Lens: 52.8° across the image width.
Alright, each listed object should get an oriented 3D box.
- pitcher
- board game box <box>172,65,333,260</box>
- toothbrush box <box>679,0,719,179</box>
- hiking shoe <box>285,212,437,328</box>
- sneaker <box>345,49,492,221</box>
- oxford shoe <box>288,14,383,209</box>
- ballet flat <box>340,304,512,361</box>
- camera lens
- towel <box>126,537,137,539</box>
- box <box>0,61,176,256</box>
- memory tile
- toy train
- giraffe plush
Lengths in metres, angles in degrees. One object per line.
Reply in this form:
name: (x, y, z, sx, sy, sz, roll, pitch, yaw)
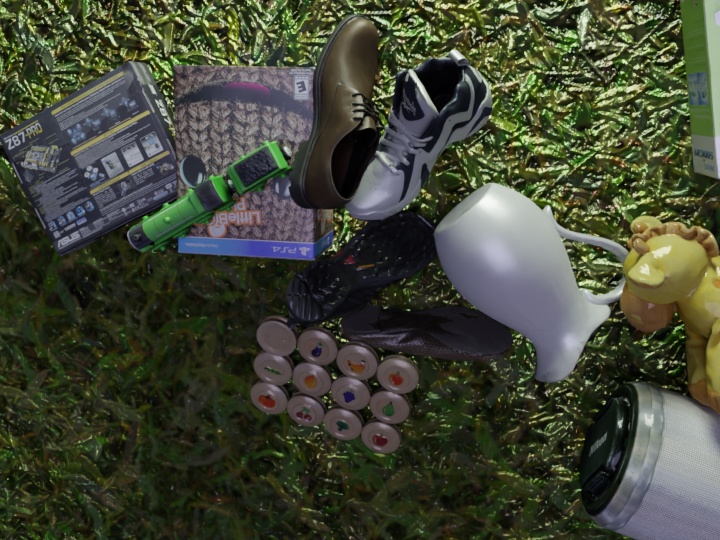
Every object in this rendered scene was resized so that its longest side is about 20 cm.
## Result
pitcher: (0.190, -0.009, 0.779, 0.172, 0.121, 0.200, -44, 98, -11)
board game box: (-0.115, -0.122, 0.807, 0.158, 0.097, 0.202, 3, 102, 9)
toothbrush box: (0.403, -0.202, 0.705, 0.144, 0.086, 0.202, -9, 100, 11)
hiking shoe: (0.000, 0.000, 0.819, 0.199, 0.101, 0.076, -26, 81, -18)
sneaker: (0.046, -0.143, 0.738, 0.199, 0.130, 0.080, -37, 66, 6)
oxford shoe: (-0.006, -0.157, 0.721, 0.084, 0.072, 0.202, 8, 87, 46)
ballet flat: (0.074, 0.077, 0.842, 0.198, 0.068, 0.047, 4, 135, 9)
camera lens: (0.346, 0.218, 0.767, 0.199, 0.160, 0.161, 19, 105, 5)
towel: (-0.298, 0.470, 1.010, 0.086, 0.018, 0.201, -24, 98, 20)
box: (-0.309, -0.130, 0.865, 0.199, 0.049, 0.162, -24, 99, 14)
memory tile: (-0.035, 0.139, 0.867, 0.198, 0.017, 0.154, 18, 123, 6)
toy train: (-0.158, -0.073, 0.746, 0.199, 0.056, 0.042, -29, 96, 14)
giraffe plush: (0.336, 0.024, 0.728, 0.161, 0.173, 0.201, 21, 97, 6)
